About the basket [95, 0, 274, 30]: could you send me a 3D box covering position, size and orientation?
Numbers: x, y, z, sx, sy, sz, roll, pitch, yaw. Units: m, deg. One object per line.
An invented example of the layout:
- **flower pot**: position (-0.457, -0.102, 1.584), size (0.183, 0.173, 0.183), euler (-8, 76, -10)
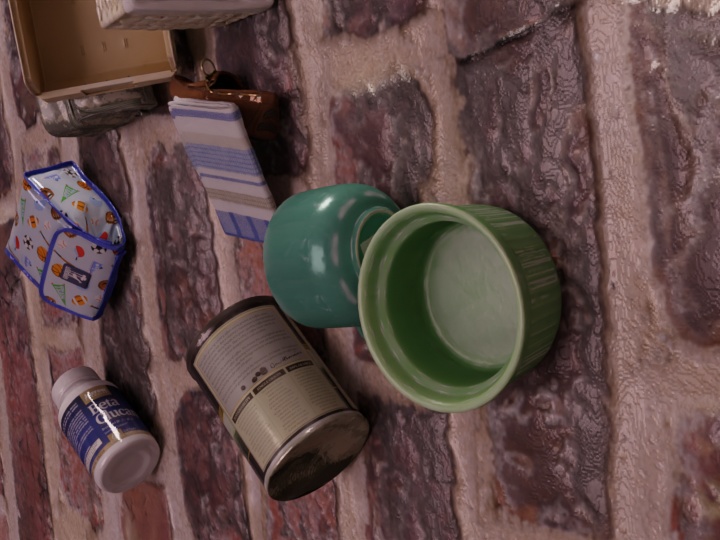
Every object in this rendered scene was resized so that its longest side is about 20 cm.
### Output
- **basket**: position (-0.222, -0.368, 1.324), size (0.123, 0.198, 0.138), euler (-7, 93, 54)

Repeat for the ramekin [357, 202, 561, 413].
- **ramekin**: position (0.101, 0.030, 1.078), size (0.198, 0.097, 0.204), euler (9, 104, 39)

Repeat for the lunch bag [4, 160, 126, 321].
- **lunch bag**: position (-0.459, -0.041, 1.730), size (0.200, 0.123, 0.171), euler (43, 129, 18)

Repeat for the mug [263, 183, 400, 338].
- **mug**: position (-0.002, -0.011, 1.189), size (0.113, 0.184, 0.155), euler (-7, 69, 46)

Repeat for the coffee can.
- **coffee can**: position (-0.102, 0.152, 1.323), size (0.201, 0.145, 0.148), euler (51, 132, 30)

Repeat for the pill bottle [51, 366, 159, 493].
- **pill bottle**: position (-0.411, 0.245, 1.733), size (0.200, 0.110, 0.112), euler (44, 128, 35)

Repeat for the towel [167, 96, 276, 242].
- **towel**: position (-0.163, -0.125, 1.378), size (0.146, 0.024, 0.202), euler (13, 133, 47)

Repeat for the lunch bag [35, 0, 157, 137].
- **lunch bag**: position (-0.378, -0.305, 1.572), size (0.166, 0.139, 0.204), euler (-12, 91, 30)

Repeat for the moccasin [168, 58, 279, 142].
- **moccasin**: position (-0.175, -0.223, 1.392), size (0.200, 0.073, 0.079), euler (26, 105, 47)

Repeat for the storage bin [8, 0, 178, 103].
- **storage bin**: position (-0.356, -0.343, 1.456), size (0.094, 0.196, 0.202), euler (-173, 72, -86)
